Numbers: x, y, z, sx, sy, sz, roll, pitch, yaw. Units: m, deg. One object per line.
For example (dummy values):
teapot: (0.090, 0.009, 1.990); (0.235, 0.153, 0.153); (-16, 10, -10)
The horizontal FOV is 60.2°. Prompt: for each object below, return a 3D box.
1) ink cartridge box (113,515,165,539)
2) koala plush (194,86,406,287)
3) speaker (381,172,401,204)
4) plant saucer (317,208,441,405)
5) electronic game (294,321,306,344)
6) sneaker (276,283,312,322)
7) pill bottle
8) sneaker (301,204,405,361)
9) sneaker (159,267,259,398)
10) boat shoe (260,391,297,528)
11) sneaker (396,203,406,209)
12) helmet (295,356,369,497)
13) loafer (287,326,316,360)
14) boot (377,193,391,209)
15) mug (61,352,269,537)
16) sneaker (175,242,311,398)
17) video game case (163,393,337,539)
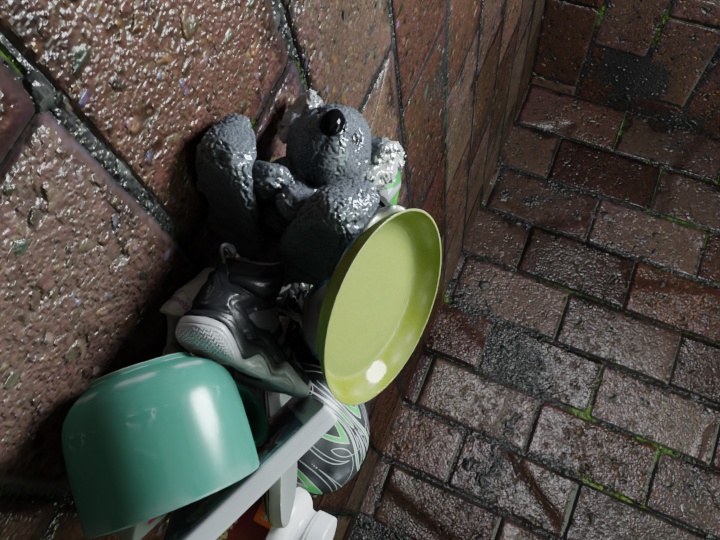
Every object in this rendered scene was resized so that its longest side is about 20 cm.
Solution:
ink cartridge box: (-0.198, 0.175, 0.707); (0.200, 0.043, 0.177); (-35, 144, -66)
koala plush: (-0.053, -0.102, 0.661); (0.202, 0.175, 0.185); (-61, 174, -32)
speaker: (0.019, -0.088, 1.073); (0.089, 0.087, 0.203); (-53, 158, -48)
plant saucer: (0.017, 0.033, 0.614); (0.199, 0.031, 0.203); (-35, 135, -43)
electronic game: (-0.030, 0.050, 0.946); (0.201, 0.041, 0.201); (54, 41, -16)
sneaker: (-0.065, 0.040, 0.818); (0.197, 0.083, 0.071); (8, 124, -39)
pill bottle: (-0.135, 0.322, 0.814); (0.113, 0.197, 0.115); (20, 90, -75)
sneaker: (-0.002, 0.010, 0.677); (0.081, 0.076, 0.202); (-36, -152, 53)
sneaker: (-0.166, 0.104, 0.657); (0.099, 0.074, 0.204); (-38, 127, -52)
boat shoe: (-0.117, 0.210, 0.768); (0.071, 0.062, 0.204); (58, 26, -72)
sneaker: (0.028, -0.073, 0.984); (0.100, 0.070, 0.198); (-46, 138, 20)
helmet: (-0.079, 0.230, 0.914); (0.200, 0.188, 0.204); (20, 90, -75)
loafer: (-0.090, 0.149, 1.032); (0.203, 0.072, 0.071); (-67, 172, 27)
boot: (0.002, 0.000, 0.802); (0.157, 0.079, 0.215); (-18, 86, -55)
mug: (-0.173, 0.141, 0.549); (0.185, 0.149, 0.116); (78, -8, -83)
sneaker: (-0.095, 0.053, 0.623); (0.200, 0.074, 0.116); (48, 53, -54)
video game case: (-0.117, 0.203, 0.634); (0.200, 0.023, 0.182); (-42, -176, -13)
